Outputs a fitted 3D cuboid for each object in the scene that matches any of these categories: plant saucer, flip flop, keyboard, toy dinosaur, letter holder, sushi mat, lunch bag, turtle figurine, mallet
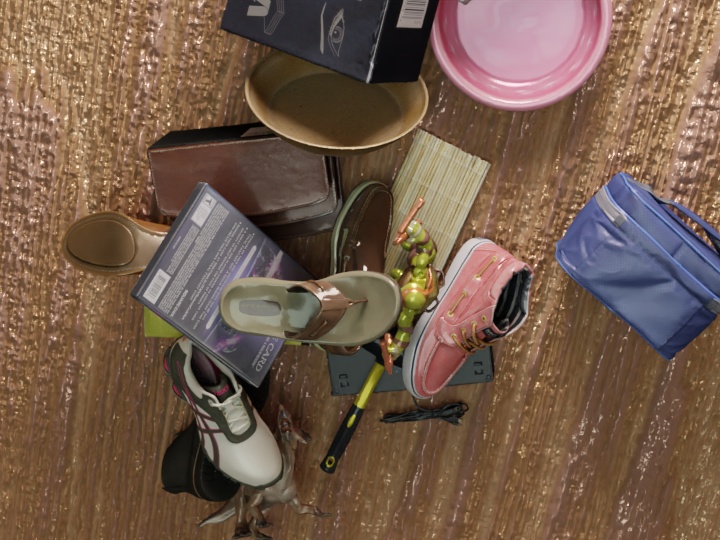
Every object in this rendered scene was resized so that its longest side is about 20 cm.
[{"bbox_3d":[-0.026,-0.181,1.470,0.199,0.201,0.036,10,133,4],"label":"plant saucer"},{"bbox_3d":[-0.055,0.039,1.423,0.199,0.058,0.082,3,93,8],"label":"flip flop"},{"bbox_3d":[0.061,0.127,1.616,0.199,0.021,0.128,-5,98,10],"label":"keyboard"},{"bbox_3d":[-0.117,0.250,1.638,0.200,0.086,0.136,-30,64,38],"label":"toy dinosaur"},{"bbox_3d":[0.174,-0.278,1.478,0.199,0.051,0.202,2,106,7],"label":"plant saucer"},{"bbox_3d":[-0.125,-0.090,1.542,0.199,0.101,0.143,-5,106,9],"label":"letter holder"},{"bbox_3d":[0.069,-0.056,1.570,0.095,0.012,0.201,24,106,0],"label":"sushi mat"},{"bbox_3d":[0.327,-0.009,1.485,0.200,0.136,0.132,40,106,-4],"label":"lunch bag"},{"bbox_3d":[0.062,0.005,1.495,0.064,0.161,0.201,7,106,1],"label":"turtle figurine"},{"bbox_3d":[-0.007,0.149,1.603,0.066,0.041,0.200,34,105,1],"label":"mallet"}]

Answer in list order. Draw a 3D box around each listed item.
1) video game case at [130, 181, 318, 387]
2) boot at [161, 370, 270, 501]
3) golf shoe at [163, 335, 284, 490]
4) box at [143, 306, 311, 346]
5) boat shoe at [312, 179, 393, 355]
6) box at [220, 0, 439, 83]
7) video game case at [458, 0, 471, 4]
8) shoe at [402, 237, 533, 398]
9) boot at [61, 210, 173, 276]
[{"bbox_3d":[-0.143,0.018,1.471,0.200,0.019,0.143,42,71,-39],"label":"video game case"},{"bbox_3d":[-0.186,0.177,1.637,0.077,0.138,0.201,28,69,-28],"label":"boot"},{"bbox_3d":[-0.154,0.162,1.523,0.077,0.088,0.200,-35,88,-19],"label":"golf shoe"},{"bbox_3d":[-0.150,0.052,1.596,0.199,0.075,0.050,3,105,5],"label":"box"},{"bbox_3d":[0.005,0.001,1.528,0.074,0.075,0.203,11,98,-38],"label":"boat shoe"},{"bbox_3d":[-0.020,-0.320,1.424,0.199,0.117,0.198,24,109,25],"label":"box"},{"bbox_3d":[0.114,-0.416,1.430,0.182,0.022,0.200,-42,76,16],"label":"video game case"},{"bbox_3d":[0.122,0.066,1.534,0.071,0.091,0.201,22,96,-39],"label":"shoe"},{"bbox_3d":[-0.227,-0.014,1.555,0.199,0.155,0.074,3,79,17],"label":"boot"}]
